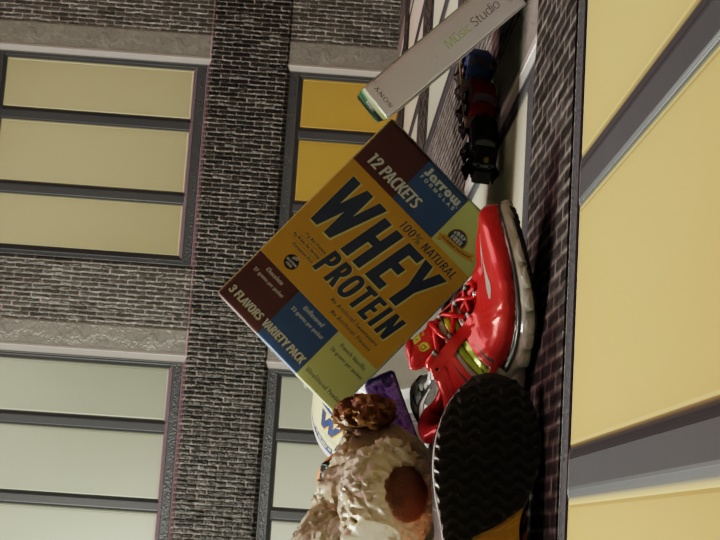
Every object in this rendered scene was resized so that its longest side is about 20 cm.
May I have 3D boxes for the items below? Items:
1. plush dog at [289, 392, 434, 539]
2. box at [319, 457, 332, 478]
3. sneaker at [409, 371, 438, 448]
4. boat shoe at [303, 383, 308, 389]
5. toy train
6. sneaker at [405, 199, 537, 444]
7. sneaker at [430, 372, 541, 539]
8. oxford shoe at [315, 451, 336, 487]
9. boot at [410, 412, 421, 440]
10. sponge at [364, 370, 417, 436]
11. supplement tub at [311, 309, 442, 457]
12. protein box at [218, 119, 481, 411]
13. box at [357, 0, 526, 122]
[{"bbox_3d":[0.012,0.186,1.086,0.201,0.160,0.172,64,-152,-22],"label":"plush dog"},{"bbox_3d":[0.026,0.258,1.213,0.038,0.136,0.202,-18,-63,-62],"label":"box"},{"bbox_3d":[0.073,0.124,1.211,0.200,0.066,0.091,106,171,-71],"label":"sneaker"},{"bbox_3d":[0.004,0.056,1.724,0.060,0.200,0.074,52,-173,9],"label":"boat shoe"},{"bbox_3d":[0.103,-0.144,1.350,0.201,0.034,0.046,-89,7,-54],"label":"toy train"},{"bbox_3d":[0.073,0.046,1.043,0.077,0.084,0.201,-92,5,-60],"label":"sneaker"},{"bbox_3d":[0.074,0.169,0.974,0.090,0.069,0.201,105,167,-65],"label":"sneaker"},{"bbox_3d":[0.024,0.237,1.290,0.073,0.071,0.201,35,154,60],"label":"oxford shoe"},{"bbox_3d":[0.019,0.231,1.430,0.096,0.073,0.201,-85,18,-57],"label":"boot"},{"bbox_3d":[0.048,0.182,1.273,0.112,0.030,0.201,115,136,-89],"label":"sponge"},{"bbox_3d":[0.023,0.115,1.594,0.200,0.144,0.146,96,177,-59],"label":"supplement tub"},{"bbox_3d":[0.000,0.000,1.292,0.199,0.135,0.200,-45,-1,-3],"label":"protein box"},{"bbox_3d":[0.063,-0.182,1.284,0.036,0.144,0.200,50,-178,-3],"label":"box"}]
